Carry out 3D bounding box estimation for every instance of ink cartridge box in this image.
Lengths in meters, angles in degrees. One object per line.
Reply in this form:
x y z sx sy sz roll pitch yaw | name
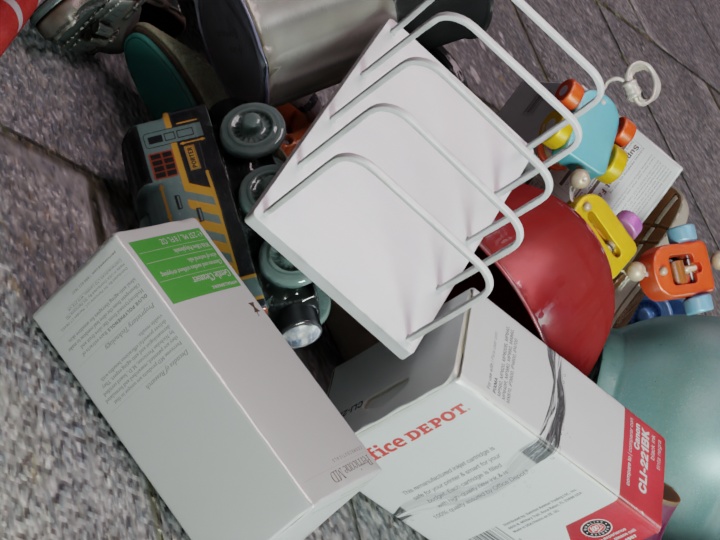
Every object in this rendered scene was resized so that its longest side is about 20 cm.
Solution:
0.089 0.121 1.353 0.200 0.144 0.084 37 42 -26 | ink cartridge box

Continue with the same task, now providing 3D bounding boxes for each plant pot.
0.236 0.121 1.608 0.133 0.202 0.201 17 28 -3 | plant pot

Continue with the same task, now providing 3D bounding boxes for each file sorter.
0.051 -0.076 1.281 0.139 0.124 0.201 41 54 -12 | file sorter

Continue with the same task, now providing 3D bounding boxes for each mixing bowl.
0.113 0.013 1.452 0.108 0.200 0.201 -31 78 -24 | mixing bowl

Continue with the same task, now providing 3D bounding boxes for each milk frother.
-0.011 -0.157 1.458 0.180 0.187 0.202 17 -54 67 | milk frother

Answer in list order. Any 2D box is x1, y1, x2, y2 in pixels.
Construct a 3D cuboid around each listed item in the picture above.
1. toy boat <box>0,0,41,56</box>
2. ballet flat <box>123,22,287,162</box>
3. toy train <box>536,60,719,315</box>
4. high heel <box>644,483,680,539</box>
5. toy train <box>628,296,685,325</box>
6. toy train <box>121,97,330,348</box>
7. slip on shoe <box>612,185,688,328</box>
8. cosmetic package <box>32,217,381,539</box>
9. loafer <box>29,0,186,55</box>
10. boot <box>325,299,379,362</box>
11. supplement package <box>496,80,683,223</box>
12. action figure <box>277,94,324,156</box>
-0.252 -0.226 1.315 0.130 0.131 0.200 43 24 -15 | toy boat
-0.101 -0.100 1.466 0.062 0.067 0.201 -30 87 -37 | ballet flat
0.200 -0.054 1.535 0.149 0.055 0.202 -13 86 -37 | toy train
0.139 0.183 1.509 0.199 0.097 0.068 21 21 -8 | high heel
0.214 0.022 1.778 0.086 0.114 0.201 14 41 -58 | toy train
-0.090 -0.027 1.335 0.085 0.113 0.201 87 -14 -58 | toy train
0.213 0.016 1.699 0.076 0.201 0.061 30 -7 40 | slip on shoe
-0.092 0.075 1.201 0.200 0.085 0.107 51 22 9 | cosmetic package
-0.177 -0.192 1.478 0.063 0.072 0.200 54 21 -3 | loafer
0.000 0.000 1.392 0.146 0.070 0.202 87 -17 -82 | boot
0.154 -0.063 1.653 0.111 0.156 0.200 38 0 -12 | supplement package
-0.021 -0.085 1.544 0.192 0.105 0.201 25 25 -21 | action figure
